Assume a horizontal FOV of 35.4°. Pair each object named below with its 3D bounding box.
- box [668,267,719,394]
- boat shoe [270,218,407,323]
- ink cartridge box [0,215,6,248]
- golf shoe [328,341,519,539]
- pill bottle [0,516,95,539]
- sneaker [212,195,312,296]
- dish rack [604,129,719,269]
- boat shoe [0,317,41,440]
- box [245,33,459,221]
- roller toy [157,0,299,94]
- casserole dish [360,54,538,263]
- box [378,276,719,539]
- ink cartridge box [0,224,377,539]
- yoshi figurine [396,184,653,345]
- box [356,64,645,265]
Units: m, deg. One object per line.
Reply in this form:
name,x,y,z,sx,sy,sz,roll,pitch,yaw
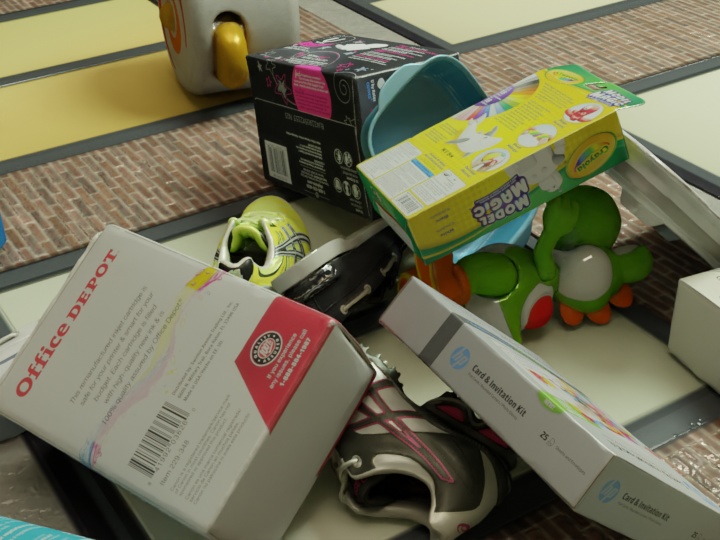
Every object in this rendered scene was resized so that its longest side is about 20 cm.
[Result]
box,0.338,0.029,0.848,0.200,0.069,0.082,-15,34,-21
boat shoe,0.000,0.000,0.913,0.074,0.060,0.200,-32,-1,26
ink cartridge box,-0.401,-0.010,0.921,0.146,0.084,0.200,3,31,6
golf shoe,0.002,0.105,0.734,0.200,0.077,0.088,20,43,30
pill bottle,-0.213,0.180,0.586,0.200,0.111,0.111,9,33,17
sneaker,-0.079,-0.017,0.929,0.075,0.077,0.200,-2,31,2
dish rack,0.246,-0.054,0.917,0.200,0.044,0.172,33,13,-33
boat shoe,-0.207,0.050,0.830,0.200,0.074,0.065,-24,43,-34
box,-0.004,-0.137,1.039,0.115,0.132,0.200,-19,24,-27
roller toy,-0.158,-0.293,1.278,0.139,0.200,0.182,-12,-2,-17
casserole dish,0.073,-0.087,0.947,0.121,0.200,0.039,-49,29,-17
box,0.118,0.092,0.695,0.156,0.041,0.200,31,9,-41
ink cartridge box,-0.113,0.074,0.721,0.200,0.086,0.148,22,73,33
yoshi figurine,0.131,-0.015,0.894,0.200,0.112,0.112,-8,26,-17
box,0.108,-0.088,0.852,0.200,0.048,0.117,-29,32,-5
